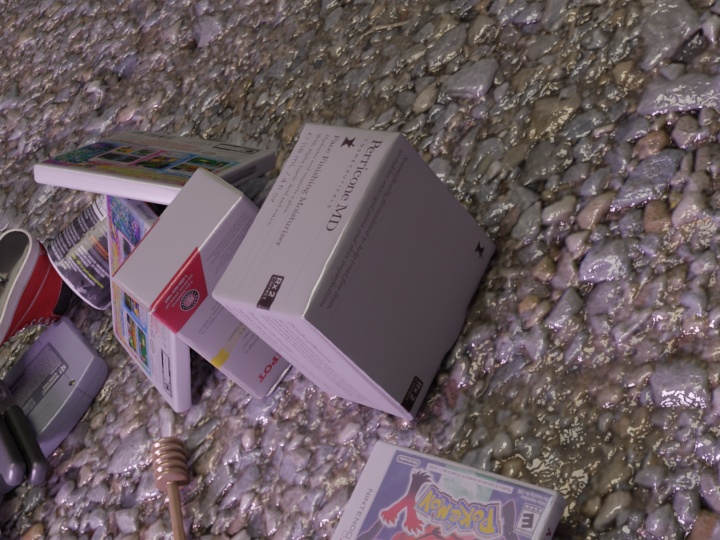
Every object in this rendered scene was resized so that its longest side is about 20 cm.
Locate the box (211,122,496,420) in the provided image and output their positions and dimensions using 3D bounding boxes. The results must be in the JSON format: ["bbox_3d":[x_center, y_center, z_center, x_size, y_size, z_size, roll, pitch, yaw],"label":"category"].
[{"bbox_3d":[0.000,0.000,1.206,0.130,0.200,0.201,11,65,42],"label":"box"}]

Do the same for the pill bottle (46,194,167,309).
[{"bbox_3d":[-0.270,-0.056,1.526,0.200,0.106,0.106,-42,43,4],"label":"pill bottle"}]

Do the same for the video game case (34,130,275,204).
[{"bbox_3d":[-0.221,-0.114,1.390,0.197,0.024,0.182,11,22,23],"label":"video game case"}]

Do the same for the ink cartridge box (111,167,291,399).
[{"bbox_3d":[-0.131,0.018,1.290,0.083,0.200,0.146,30,79,42],"label":"ink cartridge box"}]

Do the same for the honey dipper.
[{"bbox_3d":[-0.183,0.258,1.276,0.038,0.038,0.202,-30,47,16],"label":"honey dipper"}]

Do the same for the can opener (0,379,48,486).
[{"bbox_3d":[-0.411,0.189,1.457,0.200,0.053,0.068,47,124,46],"label":"can opener"}]

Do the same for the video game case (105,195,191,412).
[{"bbox_3d":[-0.233,0.025,1.395,0.023,0.203,0.182,-14,33,-28],"label":"video game case"}]

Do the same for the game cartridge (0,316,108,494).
[{"bbox_3d":[-0.387,0.162,1.507,0.200,0.041,0.133,-49,39,-3],"label":"game cartridge"}]

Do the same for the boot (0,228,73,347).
[{"bbox_3d":[-0.416,0.068,1.526,0.072,0.145,0.202,18,71,23],"label":"boot"}]

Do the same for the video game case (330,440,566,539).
[{"bbox_3d":[0.053,0.245,1.058,0.198,0.023,0.184,9,65,41],"label":"video game case"}]

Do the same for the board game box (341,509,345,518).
[{"bbox_3d":[0.049,0.287,1.073,0.198,0.037,0.153,-2,58,38],"label":"board game box"}]
